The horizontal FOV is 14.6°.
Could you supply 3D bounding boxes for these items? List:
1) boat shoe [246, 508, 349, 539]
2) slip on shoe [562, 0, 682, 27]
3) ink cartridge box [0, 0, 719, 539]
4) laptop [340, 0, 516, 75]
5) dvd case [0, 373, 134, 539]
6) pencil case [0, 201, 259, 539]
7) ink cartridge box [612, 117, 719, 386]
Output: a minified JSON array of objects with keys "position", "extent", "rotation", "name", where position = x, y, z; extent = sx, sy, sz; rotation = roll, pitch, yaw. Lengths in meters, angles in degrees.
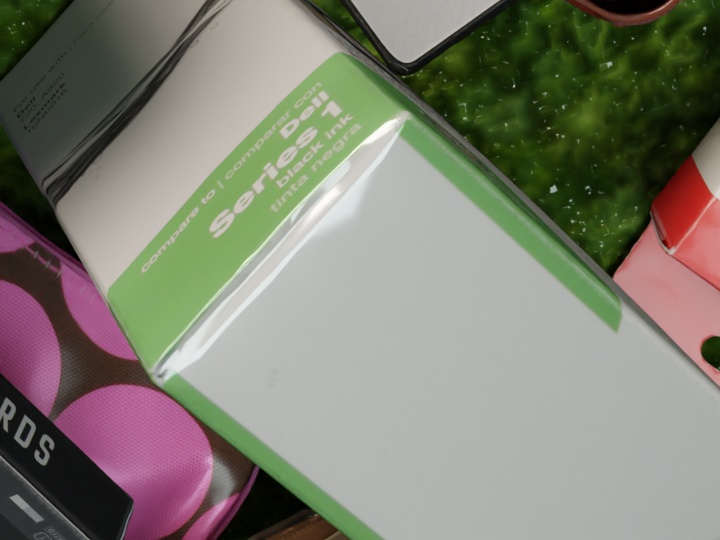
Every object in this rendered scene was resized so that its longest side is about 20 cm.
[{"position":[-0.008,0.094,0.779],"extent":[0.068,0.200,0.072],"rotation":[-9,87,25],"name":"boat shoe"},{"position":[0.019,-0.133,0.727],"extent":[0.200,0.061,0.074],"rotation":[39,100,-25],"name":"slip on shoe"},{"position":[0.000,0.000,0.704],"extent":[0.084,0.200,0.146],"rotation":[-47,118,4],"name":"ink cartridge box"},{"position":[0.035,-0.187,0.644],"extent":[0.187,0.116,0.200],"rotation":[-36,90,-16],"name":"laptop"},{"position":[-0.176,0.045,0.710],"extent":[0.200,0.025,0.150],"rotation":[-20,125,37],"name":"dvd case"},{"position":[-0.113,0.010,0.740],"extent":[0.200,0.091,0.094],"rotation":[38,98,-29],"name":"pencil case"},{"position":[0.165,-0.025,0.796],"extent":[0.116,0.067,0.200],"rotation":[35,101,-6],"name":"ink cartridge box"}]
